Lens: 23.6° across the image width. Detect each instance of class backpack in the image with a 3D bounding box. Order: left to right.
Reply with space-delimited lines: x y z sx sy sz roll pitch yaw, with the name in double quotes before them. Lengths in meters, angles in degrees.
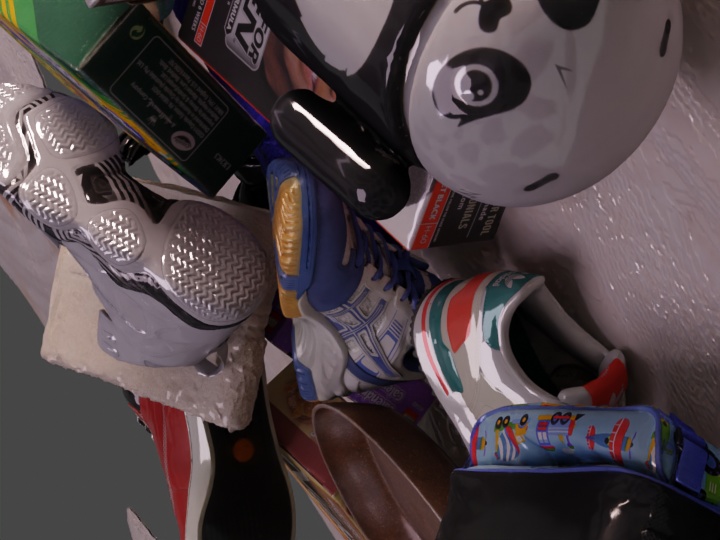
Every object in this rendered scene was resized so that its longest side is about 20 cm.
"backpack" 0.142 0.160 0.784 0.199 0.135 0.182 30 162 -22

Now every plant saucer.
"plant saucer" 0.043 0.151 0.976 0.200 0.034 0.201 49 162 22

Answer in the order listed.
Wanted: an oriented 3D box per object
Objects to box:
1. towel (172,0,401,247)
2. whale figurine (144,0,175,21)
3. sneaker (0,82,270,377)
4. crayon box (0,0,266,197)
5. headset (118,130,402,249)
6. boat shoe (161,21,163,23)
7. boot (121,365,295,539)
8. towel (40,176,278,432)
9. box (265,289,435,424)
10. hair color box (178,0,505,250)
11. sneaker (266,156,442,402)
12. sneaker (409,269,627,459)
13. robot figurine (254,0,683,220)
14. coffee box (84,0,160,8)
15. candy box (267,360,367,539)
"towel" -0.028 -0.102 0.952 0.201 0.049 0.148 59 145 8
"whale figurine" -0.137 -0.224 1.010 0.200 0.103 0.160 -128 22 -50
"sneaker" -0.144 -0.015 0.964 0.199 0.075 0.115 34 147 8
"crayon box" -0.153 -0.130 0.972 0.200 0.052 0.126 38 175 44
"headset" -0.062 -0.055 1.083 0.200 0.094 0.124 36 150 30
"boat shoe" -0.175 -0.174 1.253 0.057 0.068 0.200 56 158 15
"boot" -0.109 0.131 1.141 0.144 0.072 0.202 -4 93 60
"towel" -0.122 0.014 1.064 0.199 0.034 0.134 16 95 43
"box" -0.050 0.028 1.155 0.137 0.039 0.200 37 179 -37
"hair color box" -0.001 -0.108 0.829 0.200 0.061 0.102 43 125 35
"sneaker" 0.000 0.000 0.909 0.200 0.087 0.076 80 -176 -61
"sneaker" 0.107 0.086 0.877 0.201 0.070 0.093 58 148 -7
"robot figurine" 0.034 -0.112 0.674 0.200 0.124 0.151 46 143 35
"coffee box" -0.072 -0.222 0.778 0.200 0.079 0.115 -36 78 45
"candy box" 0.009 0.160 1.169 0.115 0.055 0.200 36 164 46
